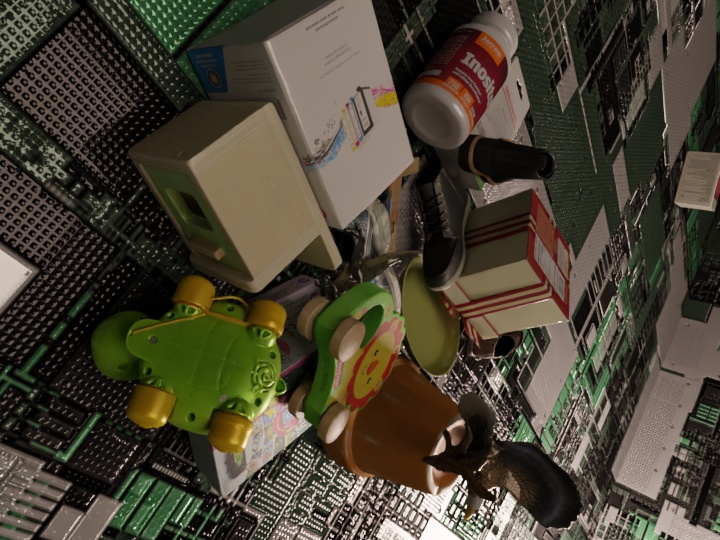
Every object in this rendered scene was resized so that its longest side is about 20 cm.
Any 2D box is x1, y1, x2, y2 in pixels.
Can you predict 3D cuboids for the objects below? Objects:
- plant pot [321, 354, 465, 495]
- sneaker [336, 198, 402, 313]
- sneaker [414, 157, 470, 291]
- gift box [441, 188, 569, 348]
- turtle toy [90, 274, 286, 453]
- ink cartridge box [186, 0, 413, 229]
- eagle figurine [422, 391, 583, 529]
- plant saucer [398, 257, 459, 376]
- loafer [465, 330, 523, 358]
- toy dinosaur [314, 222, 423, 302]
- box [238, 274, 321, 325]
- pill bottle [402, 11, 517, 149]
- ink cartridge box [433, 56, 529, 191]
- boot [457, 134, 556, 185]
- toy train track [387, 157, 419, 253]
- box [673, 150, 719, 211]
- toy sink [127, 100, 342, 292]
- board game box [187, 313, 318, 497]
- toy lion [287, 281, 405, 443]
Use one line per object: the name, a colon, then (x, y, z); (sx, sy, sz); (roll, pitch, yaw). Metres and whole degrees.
plant pot: (0.068, 0.244, 0.821); (0.198, 0.181, 0.205); (-17, 114, -42)
sneaker: (0.000, 0.000, 0.767); (0.085, 0.077, 0.204); (-22, 111, -28)
sneaker: (0.117, -0.074, 0.847); (0.106, 0.074, 0.203); (42, 49, -40)
gift box: (0.243, 0.010, 0.904); (0.201, 0.184, 0.186); (51, 43, -27)
turtle toy: (-0.167, 0.089, 0.523); (0.196, 0.101, 0.148); (19, 64, -6)
ink cartridge box: (-0.056, -0.175, 0.582); (0.145, 0.146, 0.202); (-44, 131, -29)
eagle figurine: (0.182, 0.271, 0.717); (0.197, 0.153, 0.151); (21, 124, -33)
plant saucer: (0.110, 0.074, 0.885); (0.199, 0.031, 0.204); (21, 64, -51)
loafer: (0.302, 0.160, 1.132); (0.198, 0.070, 0.075); (-6, 107, -46)
toy dinosaur: (-0.013, -0.006, 0.691); (0.199, 0.047, 0.089); (-34, 91, -26)
box: (-0.132, 0.061, 0.653); (0.198, 0.041, 0.039); (-27, 121, -38)
pill bottle: (0.156, -0.292, 0.801); (0.201, 0.112, 0.113); (-55, 135, -19)
ink cartridge box: (0.209, -0.253, 0.903); (0.202, 0.067, 0.118); (-56, 137, -18)
boot: (0.259, -0.164, 0.834); (0.198, 0.137, 0.079); (-12, 114, -48)
toy train track: (0.041, -0.111, 0.798); (0.114, 0.032, 0.204); (-24, 125, -49)
box: (1.294, -0.339, 2.012); (0.108, 0.126, 0.204); (4, 100, -48)
toy sink: (-0.126, -0.058, 0.556); (0.112, 0.129, 0.202); (-45, 132, -27)
board game box: (-0.114, 0.159, 0.661); (0.199, 0.064, 0.150); (-32, 141, -37)
toy lion: (-0.001, 0.101, 0.660); (0.191, 0.068, 0.203); (-32, 140, -46)
